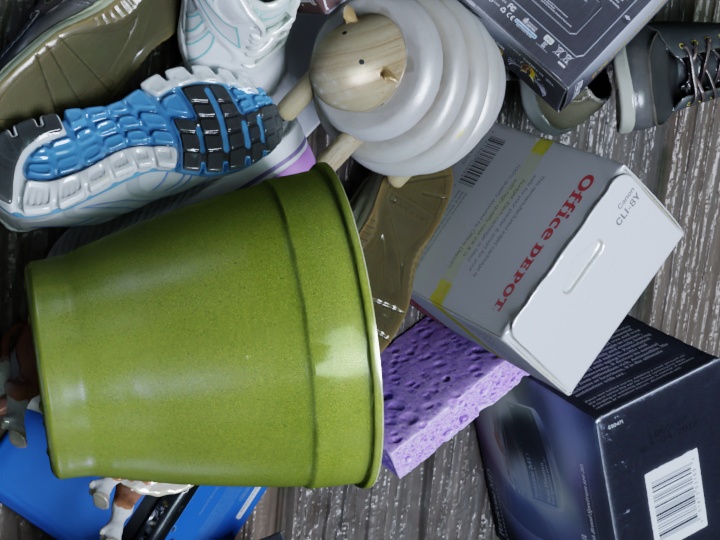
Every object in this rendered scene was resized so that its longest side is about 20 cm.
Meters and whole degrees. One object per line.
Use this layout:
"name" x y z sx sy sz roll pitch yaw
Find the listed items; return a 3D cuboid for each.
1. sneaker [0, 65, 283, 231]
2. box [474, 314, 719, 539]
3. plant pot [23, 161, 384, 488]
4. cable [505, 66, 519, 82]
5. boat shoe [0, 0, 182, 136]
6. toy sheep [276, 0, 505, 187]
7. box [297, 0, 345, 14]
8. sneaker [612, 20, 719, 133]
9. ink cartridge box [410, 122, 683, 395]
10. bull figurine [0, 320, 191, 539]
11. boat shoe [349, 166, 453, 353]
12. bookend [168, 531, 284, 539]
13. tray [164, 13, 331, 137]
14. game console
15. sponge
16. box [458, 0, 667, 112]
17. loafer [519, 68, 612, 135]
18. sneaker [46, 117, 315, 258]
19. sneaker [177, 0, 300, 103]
"sneaker" -0.147 -0.072 1.008 0.198 0.087 0.076 -15 74 -20
"box" 0.186 0.145 1.221 0.122 0.198 0.202 -22 114 -20
"plant pot" -0.102 0.048 0.951 0.190 0.200 0.203 -9 110 -12
"cable" 0.099 -0.154 1.166 0.198 0.050 0.099 9 89 -30
"boat shoe" -0.173 -0.160 1.006 0.201 0.066 0.072 -43 145 -15
"toy sheep" 0.031 -0.124 1.046 0.199 0.137 0.140 -2 108 -60
"box" -0.067 -0.265 1.000 0.075 0.100 0.201 -41 112 -13
"sneaker" 0.245 -0.153 1.159 0.200 0.105 0.076 -49 136 -63
"ink cartridge box" 0.112 -0.016 1.129 0.083 0.200 0.146 39 85 -32
"bull figurine" -0.163 0.108 1.034 0.122 0.199 0.065 -52 170 -47
"boat shoe" -0.002 -0.002 1.122 0.073 0.063 0.202 32 72 -21
"bookend" -0.111 0.247 1.070 0.198 0.093 0.199 -20 156 -17
"tray" -0.078 -0.126 1.094 0.200 0.022 0.108 -46 122 -10
"game console" -0.141 0.116 1.133 0.201 0.118 0.171 -56 154 -4
"sponge" 0.075 0.067 1.186 0.199 0.111 0.030 -36 120 -16
"box" 0.120 -0.236 1.092 0.200 0.048 0.158 43 79 9
"loafer" 0.152 -0.204 1.150 0.075 0.069 0.203 -10 92 -40
"sneaker" -0.107 -0.010 1.060 0.199 0.073 0.115 -28 122 -14
"sneaker" -0.075 -0.164 0.994 0.070 0.080 0.201 -44 149 -19
